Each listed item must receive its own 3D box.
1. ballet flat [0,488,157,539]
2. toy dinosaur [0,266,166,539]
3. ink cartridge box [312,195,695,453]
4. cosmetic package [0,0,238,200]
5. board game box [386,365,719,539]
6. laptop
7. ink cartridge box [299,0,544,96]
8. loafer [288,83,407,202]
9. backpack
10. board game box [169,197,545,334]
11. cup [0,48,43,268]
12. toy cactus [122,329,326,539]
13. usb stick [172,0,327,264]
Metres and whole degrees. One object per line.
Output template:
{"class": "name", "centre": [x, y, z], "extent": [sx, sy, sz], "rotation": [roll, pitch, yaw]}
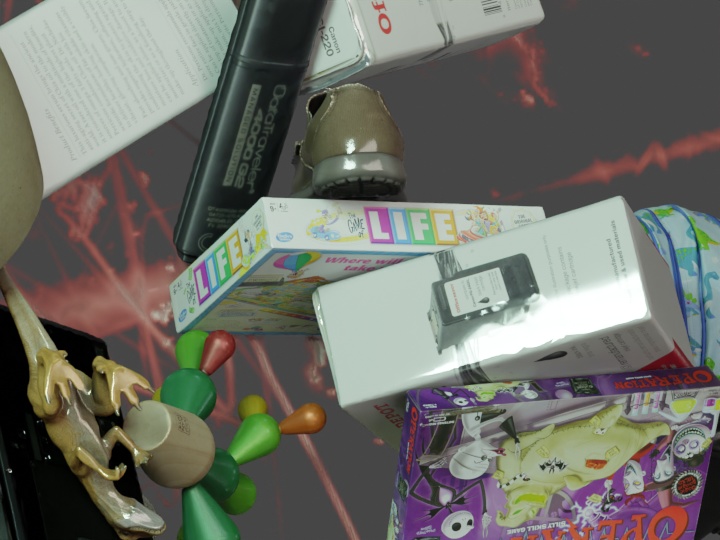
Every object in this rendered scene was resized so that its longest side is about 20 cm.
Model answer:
{"class": "ballet flat", "centre": [-0.198, 0.157, 1.635], "extent": [0.199, 0.072, 0.072], "rotation": [-2, 81, -31]}
{"class": "toy dinosaur", "centre": [-0.170, 0.064, 1.572], "extent": [0.060, 0.106, 0.201], "rotation": [-23, 85, -28]}
{"class": "ink cartridge box", "centre": [0.089, 0.039, 1.720], "extent": [0.145, 0.199, 0.084], "rotation": [43, 32, -65]}
{"class": "cosmetic package", "centre": [-0.168, -0.118, 1.704], "extent": [0.200, 0.071, 0.102], "rotation": [-34, 99, -31]}
{"class": "board game box", "centre": [0.117, 0.121, 1.699], "extent": [0.199, 0.032, 0.120], "rotation": [-4, 124, -20]}
{"class": "laptop", "centre": [-0.224, 0.115, 1.596], "extent": [0.200, 0.103, 0.178], "rotation": [22, 46, -52]}
{"class": "ink cartridge box", "centre": [0.012, -0.200, 1.788], "extent": [0.200, 0.085, 0.146], "rotation": [-19, 89, -52]}
{"class": "loafer", "centre": [-0.003, -0.075, 1.719], "extent": [0.073, 0.200, 0.071], "rotation": [-1, 85, -9]}
{"class": "backpack", "centre": [0.211, 0.054, 1.848], "extent": [0.153, 0.163, 0.201], "rotation": [23, 62, -9]}
{"class": "board game box", "centre": [0.000, 0.000, 1.740], "extent": [0.199, 0.134, 0.034], "rotation": [2, 66, -31]}
{"class": "cup", "centre": [-0.258, -0.062, 1.552], "extent": [0.143, 0.200, 0.201], "rotation": [44, 61, -33]}
{"class": "toy cactus", "centre": [-0.087, 0.118, 1.664], "extent": [0.165, 0.102, 0.201], "rotation": [47, 39, -63]}
{"class": "usb stick", "centre": [-0.068, -0.094, 1.714], "extent": [0.055, 0.033, 0.201], "rotation": [3, 119, -29]}
